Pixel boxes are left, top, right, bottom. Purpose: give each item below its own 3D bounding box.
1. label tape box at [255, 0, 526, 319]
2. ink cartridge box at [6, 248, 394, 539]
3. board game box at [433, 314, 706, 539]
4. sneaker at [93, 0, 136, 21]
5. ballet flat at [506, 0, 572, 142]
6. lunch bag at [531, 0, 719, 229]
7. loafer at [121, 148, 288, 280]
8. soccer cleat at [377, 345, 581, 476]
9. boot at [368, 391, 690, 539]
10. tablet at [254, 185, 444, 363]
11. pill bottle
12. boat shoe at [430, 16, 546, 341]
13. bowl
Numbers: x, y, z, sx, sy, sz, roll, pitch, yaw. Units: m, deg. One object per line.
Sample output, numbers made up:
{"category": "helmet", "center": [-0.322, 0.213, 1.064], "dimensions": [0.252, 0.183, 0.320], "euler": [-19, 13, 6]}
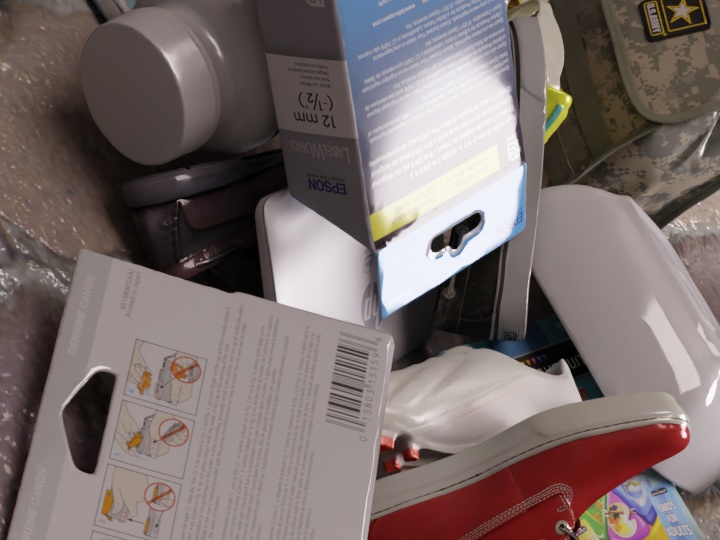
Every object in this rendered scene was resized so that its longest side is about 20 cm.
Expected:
{"category": "label tape box", "center": [0.021, -0.095, 1.258], "dimensions": [0.143, 0.066, 0.201], "euler": [-31, 122, -43]}
{"category": "ink cartridge box", "center": [-0.079, 0.100, 1.136], "dimensions": [0.172, 0.044, 0.201], "euler": [15, 53, -9]}
{"category": "board game box", "center": [0.126, 0.131, 1.379], "dimensions": [0.151, 0.047, 0.201], "euler": [-15, 71, -55]}
{"category": "sneaker", "center": [-0.109, -0.225, 1.353], "dimensions": [0.079, 0.130, 0.201], "euler": [-2, 62, -52]}
{"category": "ballet flat", "center": [0.091, -0.166, 1.477], "dimensions": [0.067, 0.067, 0.201], "euler": [16, 45, -40]}
{"category": "lunch bag", "center": [0.199, -0.131, 1.578], "dimensions": [0.117, 0.200, 0.165], "euler": [22, 44, -38]}
{"category": "loafer", "center": [-0.057, -0.036, 1.310], "dimensions": [0.199, 0.072, 0.064], "euler": [-14, 94, -49]}
{"category": "soccer cleat", "center": [0.036, 0.077, 1.273], "dimensions": [0.199, 0.069, 0.078], "euler": [7, 60, -26]}
{"category": "boot", "center": [0.096, 0.156, 1.196], "dimensions": [0.072, 0.199, 0.145], "euler": [46, 22, -61]}
{"category": "tablet", "center": [0.000, 0.000, 1.320], "dimensions": [0.200, 0.014, 0.131], "euler": [-28, 116, -56]}
{"category": "pill bottle", "center": [-0.059, -0.132, 1.291], "dimensions": [0.200, 0.111, 0.111], "euler": [-31, 83, -41]}
{"category": "boat shoe", "center": [0.076, -0.059, 1.363], "dimensions": [0.063, 0.071, 0.202], "euler": [6, 74, 1]}
{"category": "bowl", "center": [0.182, 0.035, 1.451], "dimensions": [0.201, 0.074, 0.200], "euler": [62, 10, 21]}
